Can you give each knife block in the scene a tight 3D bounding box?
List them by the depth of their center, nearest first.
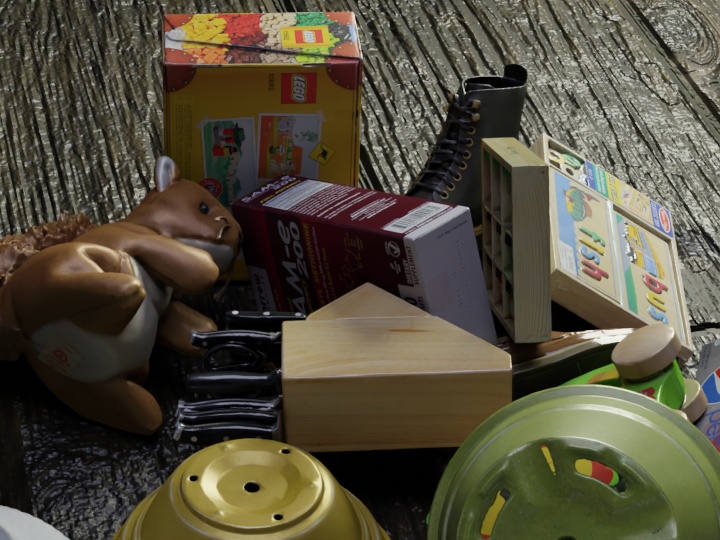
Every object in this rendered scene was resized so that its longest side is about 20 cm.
[{"bbox_3d":[-0.021,0.084,1.475,0.200,0.064,0.175,27,43,37],"label":"knife block"}]

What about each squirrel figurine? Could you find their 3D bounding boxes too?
[{"bbox_3d":[-0.186,-0.003,1.598,0.199,0.142,0.187,9,43,24],"label":"squirrel figurine"}]

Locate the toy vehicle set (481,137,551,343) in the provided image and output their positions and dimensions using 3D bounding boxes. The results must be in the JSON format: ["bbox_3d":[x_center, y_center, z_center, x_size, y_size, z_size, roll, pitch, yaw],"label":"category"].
[{"bbox_3d":[0.112,-0.026,1.607,0.026,0.125,0.200,-2,9,-3],"label":"toy vehicle set"}]

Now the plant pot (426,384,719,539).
[{"bbox_3d":[0.125,0.158,1.267,0.199,0.201,0.190,9,-6,10],"label":"plant pot"}]

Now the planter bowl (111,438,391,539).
[{"bbox_3d":[-0.070,0.167,1.415,0.200,0.084,0.201,1,33,-1],"label":"planter bowl"}]

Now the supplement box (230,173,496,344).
[{"bbox_3d":[0.000,0.000,1.594,0.061,0.109,0.200,-30,27,-35],"label":"supplement box"}]

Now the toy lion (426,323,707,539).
[{"bbox_3d":[0.136,0.133,1.455,0.191,0.069,0.200,-22,22,14],"label":"toy lion"}]

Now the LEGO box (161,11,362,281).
[{"bbox_3d":[-0.077,-0.093,1.693,0.148,0.201,0.077,-1,34,-6],"label":"LEGO box"}]

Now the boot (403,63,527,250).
[{"bbox_3d":[0.059,-0.078,1.707,0.077,0.139,0.200,18,26,28],"label":"boot"}]

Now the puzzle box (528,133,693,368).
[{"bbox_3d":[0.190,-0.016,1.694,0.133,0.025,0.200,30,29,-18],"label":"puzzle box"}]

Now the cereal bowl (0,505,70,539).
[{"bbox_3d":[-0.251,0.208,1.344,0.199,0.084,0.200,2,35,-2],"label":"cereal bowl"}]

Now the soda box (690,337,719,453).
[{"bbox_3d":[0.265,0.117,1.504,0.070,0.063,0.200,-25,23,30],"label":"soda box"}]

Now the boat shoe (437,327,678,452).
[{"bbox_3d":[0.128,0.069,1.581,0.199,0.072,0.068,-10,37,-18],"label":"boat shoe"}]
